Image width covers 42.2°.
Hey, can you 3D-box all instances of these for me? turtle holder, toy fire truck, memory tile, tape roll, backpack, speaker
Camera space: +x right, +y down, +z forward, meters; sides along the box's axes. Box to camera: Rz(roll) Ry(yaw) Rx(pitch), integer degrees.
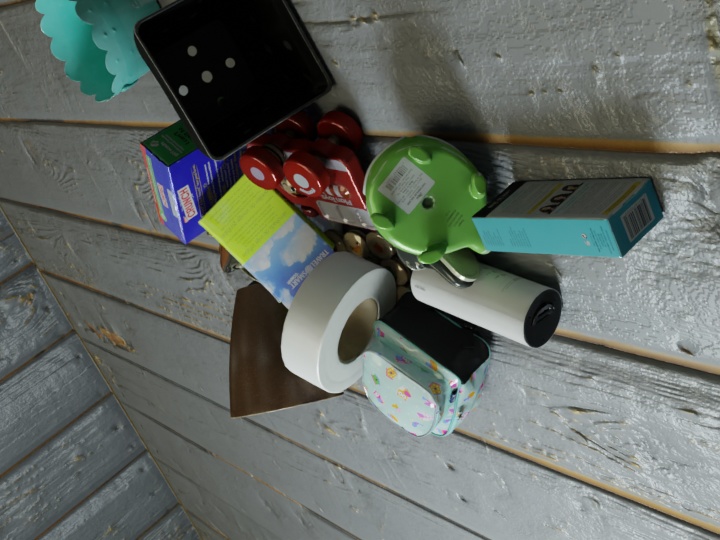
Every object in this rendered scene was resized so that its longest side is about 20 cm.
[{"bbox_3d":[0.093,-0.093,1.146,0.132,0.184,0.142,-108,27,-70],"label":"turtle holder"},{"bbox_3d":[-0.068,-0.132,1.334,0.199,0.112,0.168,12,143,37],"label":"toy fire truck"},{"bbox_3d":[0.000,0.000,1.464,0.199,0.017,0.154,2,128,47],"label":"memory tile"},{"bbox_3d":[-0.030,0.077,1.382,0.071,0.203,0.203,24,143,26],"label":"tape roll"},{"bbox_3d":[0.095,0.159,1.405,0.175,0.153,0.200,31,153,25],"label":"backpack"},{"bbox_3d":[0.163,0.033,1.224,0.199,0.081,0.082,22,140,43],"label":"speaker"}]

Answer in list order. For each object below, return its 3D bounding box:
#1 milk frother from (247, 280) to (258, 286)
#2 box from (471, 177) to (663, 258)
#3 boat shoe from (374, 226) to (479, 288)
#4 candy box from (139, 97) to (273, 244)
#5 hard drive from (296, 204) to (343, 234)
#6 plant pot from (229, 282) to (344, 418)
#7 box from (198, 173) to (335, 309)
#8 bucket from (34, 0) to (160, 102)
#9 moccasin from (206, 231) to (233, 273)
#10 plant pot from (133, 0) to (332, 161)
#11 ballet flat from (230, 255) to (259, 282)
[{"bbox_3d":[-0.091,0.103,1.662,0.199,0.181,0.189,-19,115,15],"label":"milk frother"},{"bbox_3d":[0.222,-0.059,1.025,0.200,0.082,0.049,6,128,55],"label":"box"},{"bbox_3d":[0.086,-0.031,1.239,0.200,0.072,0.068,45,123,40],"label":"boat shoe"},{"bbox_3d":[-0.230,-0.166,1.454,0.077,0.200,0.170,36,148,27],"label":"candy box"},{"bbox_3d":[-0.083,-0.100,1.496,0.132,0.026,0.201,31,146,34],"label":"hard drive"},{"bbox_3d":[-0.137,0.121,1.512,0.187,0.186,0.201,-22,79,61],"label":"plant pot"},{"bbox_3d":[-0.134,-0.048,1.429,0.200,0.122,0.048,45,-169,-7],"label":"box"},{"bbox_3d":[-0.421,-0.397,1.541,0.207,0.135,0.208,36,148,28],"label":"bucket"},{"bbox_3d":[-0.235,-0.065,1.720,0.078,0.073,0.202,52,157,20],"label":"moccasin"},{"bbox_3d":[-0.192,-0.279,1.293,0.201,0.199,0.177,59,163,-14],"label":"plant pot"},{"bbox_3d":[-0.141,-0.001,1.617,0.199,0.064,0.067,15,176,29],"label":"ballet flat"}]
